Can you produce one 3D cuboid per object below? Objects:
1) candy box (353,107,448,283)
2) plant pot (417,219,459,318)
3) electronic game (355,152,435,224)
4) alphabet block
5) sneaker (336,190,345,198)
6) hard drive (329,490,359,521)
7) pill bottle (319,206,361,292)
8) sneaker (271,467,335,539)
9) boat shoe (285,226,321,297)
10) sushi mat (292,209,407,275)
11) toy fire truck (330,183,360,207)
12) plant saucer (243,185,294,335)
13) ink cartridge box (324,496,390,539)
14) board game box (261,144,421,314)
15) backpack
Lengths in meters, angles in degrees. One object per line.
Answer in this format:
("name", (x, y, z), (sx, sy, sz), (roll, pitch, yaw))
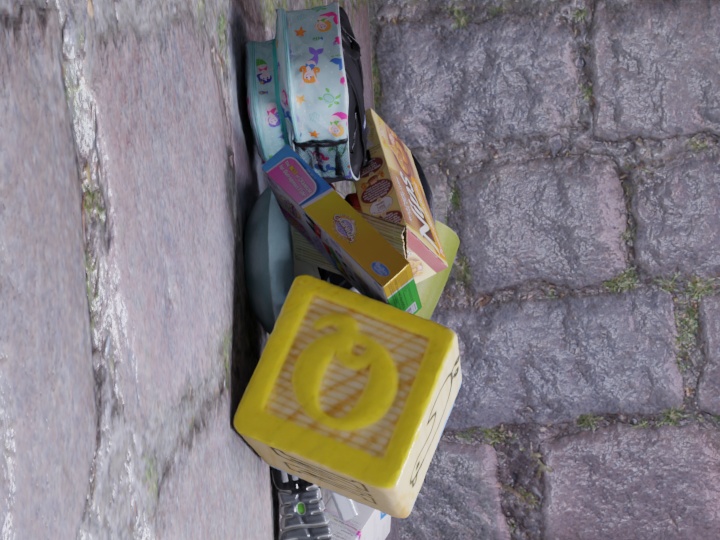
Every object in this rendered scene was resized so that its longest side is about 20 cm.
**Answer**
("candy box", (0.040, -0.095, 1.724), (0.115, 0.055, 0.200), (40, 28, -50))
("plant pot", (0.038, 0.034, 2.016), (0.187, 0.187, 0.200), (74, 27, -69))
("electronic game", (0.044, -0.074, 1.875), (0.200, 0.042, 0.201), (16, -72, 61))
("alphabet block", (-0.008, 0.146, 1.534), (0.200, 0.196, 0.196), (71, 39, -71))
("sneaker", (-0.046, -0.016, 2.117), (0.146, 0.077, 0.203), (-91, 177, -45))
("hard drive", (-0.055, 0.209, 1.742), (0.132, 0.026, 0.200), (-136, -156, -81))
("pill bottle", (0.000, 0.000, 1.750), (0.200, 0.106, 0.106), (-104, -174, -53))
("sneaker", (-0.068, 0.310, 1.740), (0.115, 0.075, 0.201), (-50, 136, -86))
("boat shoe", (-0.080, 0.024, 1.748), (0.062, 0.073, 0.200), (74, 9, -53))
("sushi mat", (-0.015, -0.032, 1.625), (0.012, 0.200, 0.096), (-30, 125, -37))
("toy fire truck", (-0.056, -0.043, 1.939), (0.168, 0.112, 0.201), (-130, -146, -67))
("plant saucer", (-0.110, -0.009, 1.613), (0.201, 0.039, 0.202), (-2, 90, -85))
("ink cartridge box", (-0.032, 0.375, 1.823), (0.200, 0.067, 0.116), (-51, 155, -40))
("board game box", (-0.019, -0.035, 1.523), (0.200, 0.040, 0.153), (45, -9, 19))
("backpack", (-0.062, -0.217, 1.624), (0.200, 0.150, 0.178), (93, -7, -57))
